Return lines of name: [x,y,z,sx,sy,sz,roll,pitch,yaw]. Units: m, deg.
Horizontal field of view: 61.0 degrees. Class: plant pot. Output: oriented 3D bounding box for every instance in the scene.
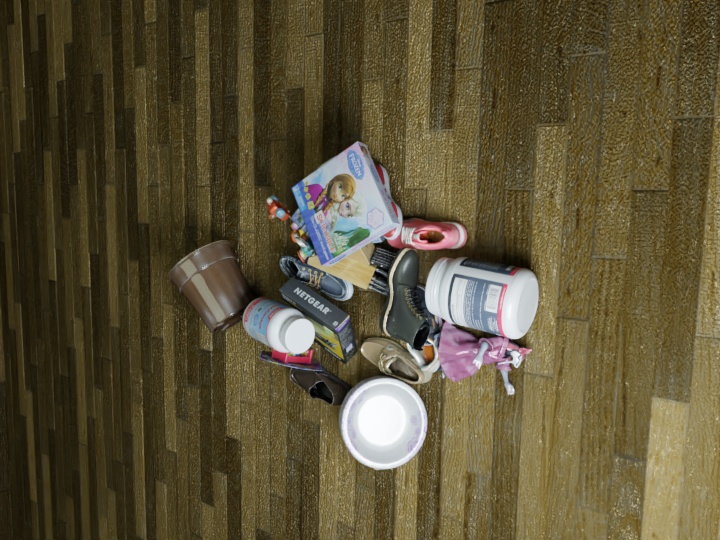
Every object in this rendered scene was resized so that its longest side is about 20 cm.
plant pot: [-0.401,0.055,1.710,0.200,0.200,0.199,-38,81,33]

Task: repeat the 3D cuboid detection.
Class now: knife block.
knife block: [0.000,0.000,1.423,0.198,0.064,0.177,-16,117,28]

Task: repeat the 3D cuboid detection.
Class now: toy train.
toy train: [-0.172,-0.094,1.522,0.056,0.150,0.201,-44,52,12]

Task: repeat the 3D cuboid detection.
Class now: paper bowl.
paper bowl: [0.049,0.346,1.414,0.198,0.104,0.203,1,84,-7]

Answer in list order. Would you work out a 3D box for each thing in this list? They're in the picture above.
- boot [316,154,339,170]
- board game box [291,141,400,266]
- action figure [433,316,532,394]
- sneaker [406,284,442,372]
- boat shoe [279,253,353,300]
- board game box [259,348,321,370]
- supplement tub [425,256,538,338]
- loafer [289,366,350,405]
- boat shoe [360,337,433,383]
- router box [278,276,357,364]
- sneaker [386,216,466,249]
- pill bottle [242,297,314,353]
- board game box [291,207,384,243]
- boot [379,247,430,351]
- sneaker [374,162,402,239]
boot: [-0.065,-0.181,1.501,0.200,0.072,0.145,-40,72,40]
board game box: [-0.037,-0.142,1.337,0.198,0.041,0.202,-30,74,26]
action figure: [0.264,0.172,1.296,0.198,0.134,0.150,-11,46,25]
sneaker: [0.142,0.129,1.373,0.078,0.079,0.202,-26,78,37]
boat shoe: [-0.115,0.020,1.543,0.199,0.090,0.071,31,112,30]
board game box: [-0.172,0.209,1.544,0.156,0.200,0.039,13,88,-6]
supplement tub: [0.247,0.051,1.245,0.198,0.140,0.142,13,103,35]
loafer: [-0.115,0.291,1.585,0.199,0.071,0.074,17,105,34]
boat shoe: [0.074,0.210,1.438,0.199,0.064,0.072,17,105,34]
router box: [-0.103,0.124,1.518,0.199,0.052,0.158,32,152,30]
sneaker: [0.131,-0.082,1.351,0.198,0.086,0.075,1,95,37]
pill bottle: [-0.199,0.137,1.494,0.199,0.108,0.110,14,104,51]
board game box: [-0.043,-0.115,1.449,0.200,0.062,0.200,46,117,0]
boot: [0.117,0.062,1.316,0.138,0.077,0.202,28,112,58]
sneaker: [0.026,-0.167,1.375,0.071,0.112,0.202,-32,60,29]
